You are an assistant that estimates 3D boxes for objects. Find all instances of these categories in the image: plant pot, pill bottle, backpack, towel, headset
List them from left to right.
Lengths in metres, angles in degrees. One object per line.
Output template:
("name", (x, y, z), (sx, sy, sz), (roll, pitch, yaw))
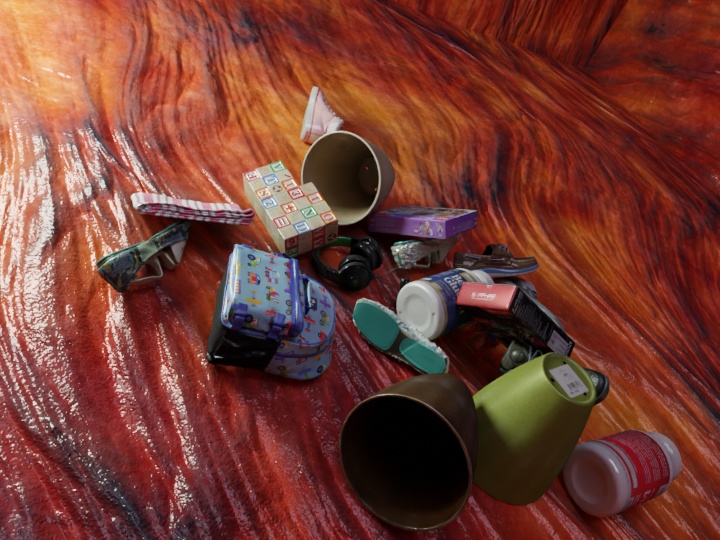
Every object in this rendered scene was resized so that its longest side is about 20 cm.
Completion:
("towel", (-0.298, -0.113, 1.001), (0.197, 0.030, 0.146), (5, 11, -28))
("backpack", (-0.122, 0.069, 0.878), (0.197, 0.135, 0.184), (17, 40, -18))
("plant pot", (-0.001, -0.206, 1.247), (0.187, 0.189, 0.199), (39, 24, 14))
("headset", (0.000, 0.000, 1.101), (0.197, 0.095, 0.124), (19, 40, 13))
("plant pot", (0.094, 0.229, 0.817), (0.186, 0.188, 0.199), (38, 25, 13))
("pill bottle", (0.172, 0.058, 1.089), (0.198, 0.112, 0.111), (-15, 54, -42))
("plant pot", (0.269, 0.227, 0.885), (0.184, 0.201, 0.189), (17, 39, -14))
("pill bottle", (0.443, 0.331, 0.948), (0.197, 0.113, 0.113), (-1, 46, -32))

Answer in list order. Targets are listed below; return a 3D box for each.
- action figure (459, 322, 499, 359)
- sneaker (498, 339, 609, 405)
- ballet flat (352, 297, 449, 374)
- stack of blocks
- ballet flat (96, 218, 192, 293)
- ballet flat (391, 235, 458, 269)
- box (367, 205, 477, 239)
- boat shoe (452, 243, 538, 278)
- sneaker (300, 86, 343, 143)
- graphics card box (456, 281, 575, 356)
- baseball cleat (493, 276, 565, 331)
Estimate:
("action figure", (0.261, 0.116, 1.132), (0.066, 0.052, 0.199), (48, 37, 16))
("sneaker", (0.317, 0.178, 0.971), (0.114, 0.198, 0.077), (40, 70, -28))
("ballet flat", (0.069, 0.122, 1.005), (0.199, 0.072, 0.072), (37, 38, 7))
("stack of blocks", (-0.139, -0.126, 1.115), (0.114, 0.059, 0.201), (-22, 56, -22))
("ballet flat", (-0.331, -0.022, 0.915), (0.074, 0.075, 0.200), (35, 37, 9))
("ballet flat", (0.144, -0.041, 1.223), (0.198, 0.072, 0.072), (-15, 54, -39))
("box", (0.132, -0.106, 1.218), (0.198, 0.040, 0.136), (9, 19, 39))
("boat shoe", (0.296, -0.021, 1.234), (0.197, 0.074, 0.072), (-7, 3, -14))
("sneaker", (-0.093, -0.390, 1.461), (0.103, 0.076, 0.202), (13, 48, -12))
("graphics card box", (0.278, 0.094, 1.016), (0.199, 0.125, 0.051), (38, 71, -30))
("baseball cleat", (0.378, 0.076, 1.232), (0.106, 0.070, 0.200), (-22, 61, -45))
